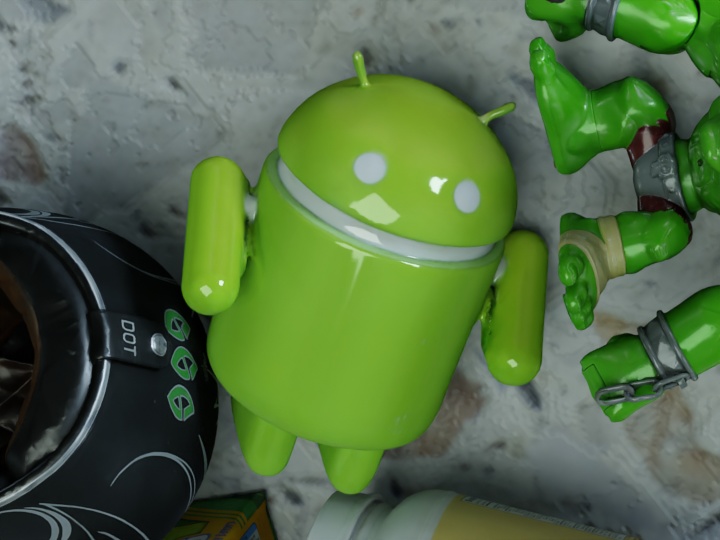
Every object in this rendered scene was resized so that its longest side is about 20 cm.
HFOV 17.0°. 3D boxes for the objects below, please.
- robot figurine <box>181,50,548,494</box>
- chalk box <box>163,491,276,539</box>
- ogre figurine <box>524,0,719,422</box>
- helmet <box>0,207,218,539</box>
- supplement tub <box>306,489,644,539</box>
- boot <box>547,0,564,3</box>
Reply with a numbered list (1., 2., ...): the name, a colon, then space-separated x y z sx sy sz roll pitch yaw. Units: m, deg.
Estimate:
1. robot figurine: 0.000 0.000 1.101 0.174 0.116 0.201 14 115 -16
2. chalk box: -0.139 0.202 1.219 0.198 0.125 0.125 -10 107 20
3. ogre figurine: 0.141 -0.047 1.049 0.119 0.202 0.098 -11 151 11
4. helmet: -0.165 0.065 1.140 0.198 0.191 0.202 -3 74 11
5. supplement tub: 0.071 0.185 1.132 0.198 0.145 0.147 12 113 13
6. boot: -0.015 -0.185 1.060 0.198 0.064 0.188 -14 88 19
